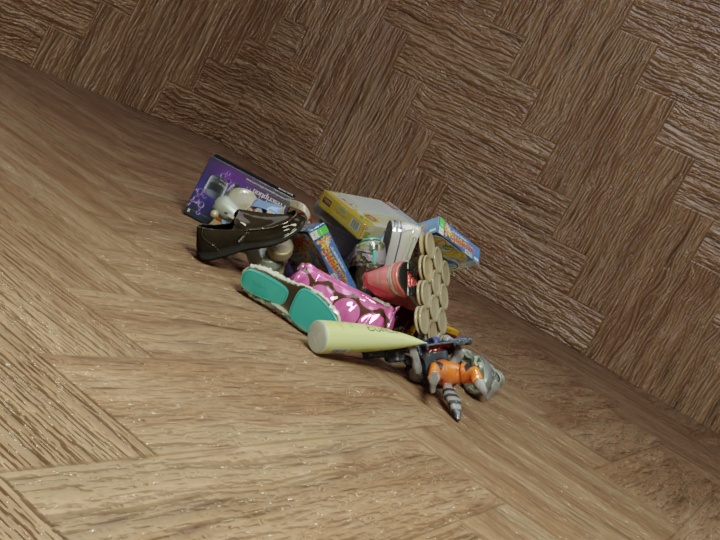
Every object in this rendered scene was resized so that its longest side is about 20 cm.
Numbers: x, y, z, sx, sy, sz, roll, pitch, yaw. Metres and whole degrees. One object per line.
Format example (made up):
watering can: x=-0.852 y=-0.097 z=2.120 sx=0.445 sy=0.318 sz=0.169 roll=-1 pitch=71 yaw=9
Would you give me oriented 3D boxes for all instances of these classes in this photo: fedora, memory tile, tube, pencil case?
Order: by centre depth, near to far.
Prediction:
tube: x=0.008 y=0.105 z=1.405 sx=0.200 sy=0.052 sz=0.058 roll=6 pitch=44 yaw=-41
pencil case: x=-0.037 y=0.060 z=1.532 sx=0.200 sy=0.094 sz=0.091 roll=26 pitch=22 yaw=4
memory tile: x=0.128 y=0.045 z=1.601 sx=0.017 sy=0.200 sz=0.153 roll=-5 pitch=-31 yaw=21
fedora: x=-0.027 y=-0.080 z=1.899 sx=0.177 sy=0.090 sz=0.200 roll=26 pitch=18 yaw=5

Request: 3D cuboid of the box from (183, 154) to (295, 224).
box: x=-0.262 y=-0.144 z=1.960 sx=0.200 sy=0.141 sz=0.079 roll=27 pitch=9 yaw=-5

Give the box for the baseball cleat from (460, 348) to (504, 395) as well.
baseball cleat: x=0.234 y=0.196 z=1.689 sx=0.106 sy=0.070 sz=0.200 roll=26 pitch=8 yaw=-12

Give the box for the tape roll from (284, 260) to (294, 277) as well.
tape roll: x=-0.055 y=0.009 z=1.879 sx=0.200 sy=0.085 sz=0.200 roll=27 pitch=7 yaw=-4

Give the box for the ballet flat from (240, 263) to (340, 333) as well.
ballet flat: x=-0.104 y=0.046 z=1.462 sx=0.200 sy=0.072 sz=0.072 roll=32 pitch=8 yaw=18

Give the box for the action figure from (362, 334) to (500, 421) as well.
action figure: x=0.106 y=0.168 z=1.460 sx=0.200 sy=0.105 sz=0.193 roll=-4 pitch=10 yaw=-16

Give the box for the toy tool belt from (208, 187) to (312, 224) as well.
toy tool belt: x=-0.209 y=-0.083 z=1.822 sx=0.200 sy=0.125 sz=0.123 roll=14 pitch=38 yaw=12

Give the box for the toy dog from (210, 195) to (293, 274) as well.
toy dog: x=-0.216 y=-0.049 z=1.662 sx=0.200 sy=0.132 sz=0.096 roll=27 pitch=44 yaw=34

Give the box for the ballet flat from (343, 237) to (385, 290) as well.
ballet flat: x=0.000 y=0.000 z=1.632 sx=0.072 sy=0.072 sz=0.200 roll=27 pitch=-19 yaw=-4

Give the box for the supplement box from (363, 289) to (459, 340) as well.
supplement box: x=0.078 y=0.098 z=1.732 sx=0.110 sy=0.086 sz=0.200 roll=22 pitch=10 yaw=-39

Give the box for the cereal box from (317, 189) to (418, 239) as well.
cereal box: x=0.029 y=-0.104 z=1.827 sx=0.200 sy=0.040 sz=0.144 roll=7 pitch=26 yaw=-45

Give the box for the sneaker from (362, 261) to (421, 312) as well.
sneaker: x=0.065 y=0.028 z=1.585 sx=0.087 sy=0.074 sz=0.200 roll=-4 pitch=-17 yaw=21

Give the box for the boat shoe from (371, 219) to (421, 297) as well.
boat shoe: x=0.067 y=0.000 z=1.643 sx=0.070 sy=0.200 sz=0.071 roll=7 pitch=28 yaw=-12

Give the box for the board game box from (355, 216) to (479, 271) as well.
board game box: x=0.107 y=-0.032 z=1.712 sx=0.200 sy=0.035 sz=0.135 roll=-18 pitch=-38 yaw=38

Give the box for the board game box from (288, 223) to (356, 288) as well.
board game box: x=-0.087 y=-0.021 z=1.664 sx=0.136 sy=0.034 sz=0.200 roll=63 pitch=-20 yaw=-12

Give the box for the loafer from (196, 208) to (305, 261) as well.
loafer: x=-0.194 y=-0.074 z=1.562 sx=0.200 sy=0.071 sz=0.073 roll=-17 pitch=17 yaw=-8
